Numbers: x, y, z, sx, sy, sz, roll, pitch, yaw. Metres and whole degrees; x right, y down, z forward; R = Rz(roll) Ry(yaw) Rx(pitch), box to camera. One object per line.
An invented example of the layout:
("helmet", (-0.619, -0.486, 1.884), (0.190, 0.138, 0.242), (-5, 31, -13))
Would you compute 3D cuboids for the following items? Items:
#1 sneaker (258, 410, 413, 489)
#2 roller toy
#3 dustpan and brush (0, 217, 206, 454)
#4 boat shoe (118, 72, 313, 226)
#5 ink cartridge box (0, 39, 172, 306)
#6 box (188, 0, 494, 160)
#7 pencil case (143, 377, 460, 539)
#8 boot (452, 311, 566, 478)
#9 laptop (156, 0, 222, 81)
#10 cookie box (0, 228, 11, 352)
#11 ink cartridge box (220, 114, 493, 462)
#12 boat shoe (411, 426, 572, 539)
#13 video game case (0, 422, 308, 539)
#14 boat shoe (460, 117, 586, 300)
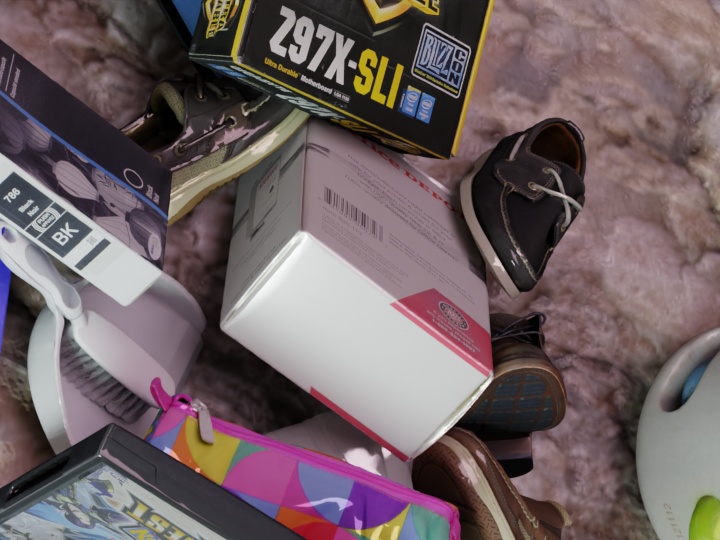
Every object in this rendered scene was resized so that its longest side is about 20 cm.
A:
("sneaker", (-0.017, 0.186, 1.387), (0.115, 0.074, 0.202), (-13, 93, -12))
("roller toy", (0.283, 0.124, 1.529), (0.199, 0.139, 0.184), (6, 83, -31))
("dustpan and brush", (-0.158, 0.035, 1.309), (0.200, 0.057, 0.140), (45, 56, -34))
("boat shoe", (-0.101, -0.085, 1.380), (0.200, 0.073, 0.065), (-42, 122, -18))
("ink cartridge box", (-0.190, -0.072, 1.261), (0.200, 0.039, 0.100), (36, 30, -25))
("box", (-0.001, -0.170, 1.369), (0.199, 0.049, 0.161), (22, 82, -46))
("pencil case", (-0.040, 0.136, 1.298), (0.199, 0.089, 0.089), (22, 64, 1))
("boot", (0.082, 0.057, 1.410), (0.074, 0.200, 0.098), (-1, 69, -6))
("laptop", (-0.020, -0.200, 1.428), (0.104, 0.199, 0.178), (-99, 163, -52))
("cookie box", (-0.281, -0.010, 1.278), (0.170, 0.075, 0.202), (16, 69, -27))
("ink cartridge box", (0.000, 0.000, 1.377), (0.146, 0.083, 0.200), (36, 22, -16))
("boat shoe", (0.091, 0.163, 1.414), (0.075, 0.074, 0.203), (-41, 131, -26))
("video game case", (-0.096, 0.164, 1.271), (0.199, 0.180, 0.026), (33, 59, -18))
("boat shoe", (0.107, -0.045, 1.460), (0.072, 0.067, 0.200), (57, 20, -15))
